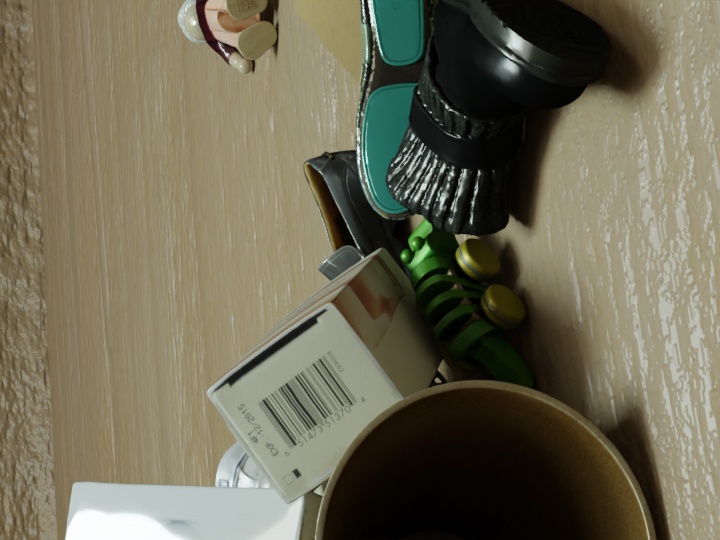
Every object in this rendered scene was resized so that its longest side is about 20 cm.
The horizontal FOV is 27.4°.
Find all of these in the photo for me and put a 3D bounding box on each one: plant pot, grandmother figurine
[{"bbox_3d":[0.056,0.182,0.868,0.200,0.184,0.189,110,154,-69],"label":"plant pot"},{"bbox_3d":[-0.147,-0.264,1.538,0.200,0.060,0.123,-163,63,-67],"label":"grandmother figurine"}]

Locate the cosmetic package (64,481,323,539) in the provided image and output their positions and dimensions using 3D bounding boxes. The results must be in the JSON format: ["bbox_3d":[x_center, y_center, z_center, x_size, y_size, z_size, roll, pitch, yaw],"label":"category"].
[{"bbox_3d":[-0.098,0.254,0.978,0.197,0.123,0.203,-3,70,32],"label":"cosmetic package"}]

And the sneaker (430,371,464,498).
[{"bbox_3d":[0.048,0.108,1.036,0.071,0.073,0.200,-62,17,-5],"label":"sneaker"}]

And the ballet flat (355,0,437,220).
[{"bbox_3d":[0.032,-0.138,1.079,0.074,0.073,0.203,-173,85,-69],"label":"ballet flat"}]

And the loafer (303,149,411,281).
[{"bbox_3d":[0.000,0.000,1.135,0.073,0.071,0.202,126,139,-56],"label":"loafer"}]

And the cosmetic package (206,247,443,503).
[{"bbox_3d":[-0.013,0.060,0.947,0.088,0.103,0.200,53,-168,-2],"label":"cosmetic package"}]

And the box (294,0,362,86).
[{"bbox_3d":[-0.011,-0.264,1.233,0.200,0.021,0.165,-125,39,-57],"label":"box"}]

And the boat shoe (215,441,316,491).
[{"bbox_3d":[-0.031,0.129,1.134,0.065,0.200,0.074,-1,118,33],"label":"boat shoe"}]

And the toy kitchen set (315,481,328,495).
[{"bbox_3d":[-0.047,0.241,1.110,0.164,0.178,0.202,120,140,-51],"label":"toy kitchen set"}]

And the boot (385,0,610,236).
[{"bbox_3d":[0.079,-0.091,0.902,0.211,0.078,0.160,-113,35,-67],"label":"boot"}]

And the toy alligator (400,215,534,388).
[{"bbox_3d":[0.053,0.002,0.974,0.059,0.054,0.201,-50,51,31],"label":"toy alligator"}]
